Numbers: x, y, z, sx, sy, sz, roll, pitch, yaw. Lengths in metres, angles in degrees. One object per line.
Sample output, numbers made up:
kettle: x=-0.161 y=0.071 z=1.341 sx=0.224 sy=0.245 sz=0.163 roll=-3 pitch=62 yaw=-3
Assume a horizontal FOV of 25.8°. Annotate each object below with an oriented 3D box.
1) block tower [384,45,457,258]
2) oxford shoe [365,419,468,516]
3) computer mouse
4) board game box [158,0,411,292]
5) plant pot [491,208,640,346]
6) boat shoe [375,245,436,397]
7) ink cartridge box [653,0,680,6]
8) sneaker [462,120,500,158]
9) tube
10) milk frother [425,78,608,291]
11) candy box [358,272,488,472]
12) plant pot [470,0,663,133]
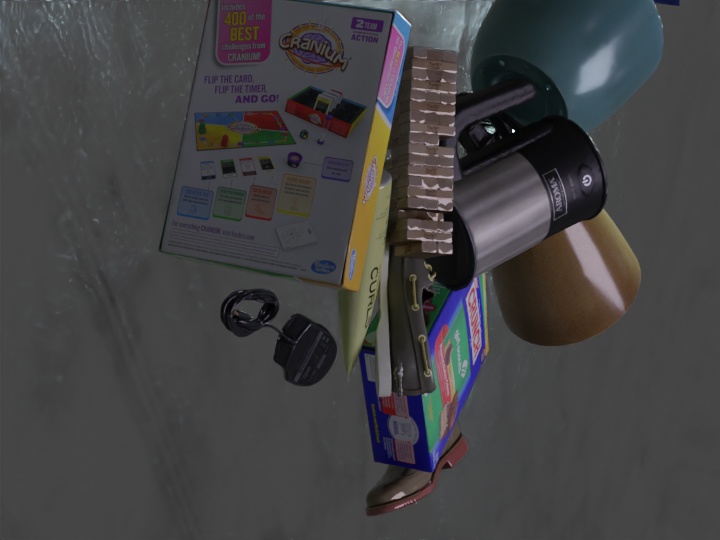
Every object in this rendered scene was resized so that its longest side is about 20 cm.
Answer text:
block tower: x=0.055 y=-0.116 z=1.502 sx=0.053 sy=0.058 sz=0.203 roll=3 pitch=84 yaw=-30
oxford shoe: x=0.050 y=0.205 z=1.728 sx=0.200 sy=0.070 sz=0.076 roll=-38 pitch=108 yaw=-59
computer mouse: x=-0.075 y=0.054 z=1.358 sx=0.059 sy=0.034 sz=0.200 roll=-60 pitch=151 yaw=-6
board game box: x=-0.056 y=-0.097 z=1.156 sx=0.040 sy=0.151 sz=0.203 roll=18 pitch=83 yaw=-70
plant pot: x=0.230 y=-0.043 z=1.932 sx=0.201 sy=0.184 sz=0.188 roll=61 pitch=42 yaw=-40
boat shoe: x=0.045 y=0.026 z=1.545 sx=0.072 sy=0.059 sz=0.204 roll=93 pitch=-2 yaw=-69
ink cartridge box: x=0.271 y=-0.395 z=1.813 sx=0.047 sy=0.195 sz=0.202 roll=-54 pitch=147 yaw=-43
sneaker: x=0.162 y=-0.146 z=1.820 sx=0.076 sy=0.070 sz=0.201 roll=75 pitch=32 yaw=-47
tube: x=0.000 y=0.000 z=1.498 sx=0.058 sy=0.052 sz=0.202 roll=-18 pitch=125 yaw=-36
milk frother: x=0.117 y=-0.093 z=1.640 sx=0.187 sy=0.199 sz=0.182 roll=-26 pitch=93 yaw=-28
candy box: x=0.072 y=0.084 z=1.683 sx=0.201 sy=0.076 sz=0.171 roll=-61 pitch=152 yaw=-44
plant pot: x=0.215 y=-0.235 z=1.761 sx=0.161 sy=0.199 sz=0.202 roll=-50 pitch=146 yaw=-32
